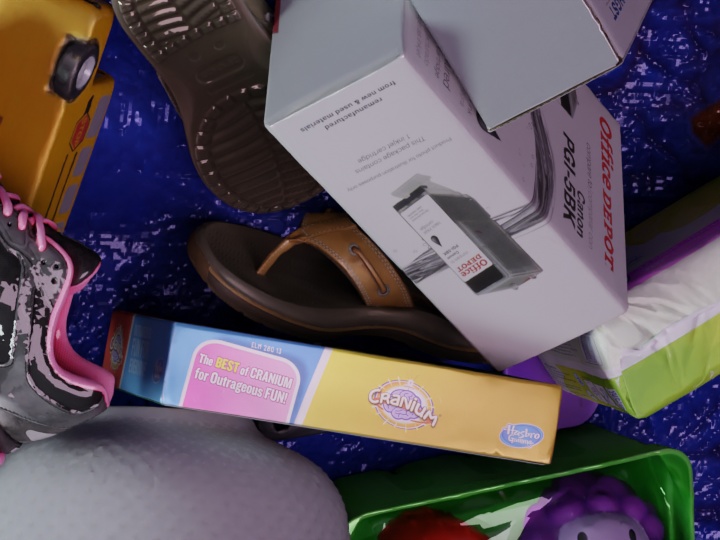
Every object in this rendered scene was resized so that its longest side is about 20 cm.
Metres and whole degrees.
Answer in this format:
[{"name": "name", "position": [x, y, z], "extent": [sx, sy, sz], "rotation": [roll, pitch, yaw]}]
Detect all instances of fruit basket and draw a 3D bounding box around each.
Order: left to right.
[{"name": "fruit basket", "position": [0.091, 0.185, 1.459], "extent": [0.215, 0.216, 0.156], "rotation": [-11, 114, -14]}]

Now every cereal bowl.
[{"name": "cereal bowl", "position": [-0.102, 0.113, 1.380], "extent": [0.200, 0.200, 0.084], "rotation": [5, 83, -21]}]

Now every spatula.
[{"name": "spatula", "position": [0.040, 0.070, 1.494], "extent": [0.199, 0.021, 0.057], "rotation": [-8, 98, -13]}]

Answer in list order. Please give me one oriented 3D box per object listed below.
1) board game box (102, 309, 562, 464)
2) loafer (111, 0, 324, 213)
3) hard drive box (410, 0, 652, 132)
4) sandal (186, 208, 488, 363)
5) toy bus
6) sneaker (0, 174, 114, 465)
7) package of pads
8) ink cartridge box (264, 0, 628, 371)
[{"name": "board game box", "position": [-0.018, 0.058, 1.386], "extent": [0.200, 0.153, 0.040], "rotation": [10, 89, -17]}, {"name": "loafer", "position": [-0.065, -0.106, 1.357], "extent": [0.076, 0.068, 0.200], "rotation": [-18, 138, 8]}, {"name": "hard drive box", "position": [0.056, -0.189, 1.292], "extent": [0.077, 0.156, 0.200], "rotation": [-27, 103, 24]}, {"name": "sandal", "position": [0.000, 0.000, 1.421], "extent": [0.200, 0.080, 0.054], "rotation": [13, 117, -29]}, {"name": "toy bus", "position": [-0.174, -0.048, 1.337], "extent": [0.065, 0.078, 0.200], "rotation": [24, 104, 12]}, {"name": "sneaker", "position": [-0.169, -0.011, 1.267], "extent": [0.095, 0.079, 0.200], "rotation": [-15, 101, 11]}, {"name": "package of pads", "position": [0.191, -0.001, 1.444], "extent": [0.200, 0.154, 0.068], "rotation": [-29, 98, -9]}, {"name": "ink cartridge box", "position": [0.047, -0.071, 1.352], "extent": [0.083, 0.147, 0.200], "rotation": [-26, 128, 25]}]
